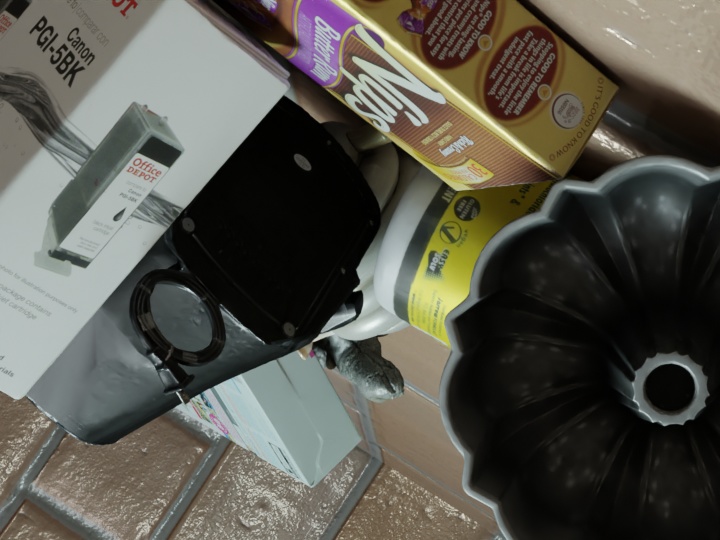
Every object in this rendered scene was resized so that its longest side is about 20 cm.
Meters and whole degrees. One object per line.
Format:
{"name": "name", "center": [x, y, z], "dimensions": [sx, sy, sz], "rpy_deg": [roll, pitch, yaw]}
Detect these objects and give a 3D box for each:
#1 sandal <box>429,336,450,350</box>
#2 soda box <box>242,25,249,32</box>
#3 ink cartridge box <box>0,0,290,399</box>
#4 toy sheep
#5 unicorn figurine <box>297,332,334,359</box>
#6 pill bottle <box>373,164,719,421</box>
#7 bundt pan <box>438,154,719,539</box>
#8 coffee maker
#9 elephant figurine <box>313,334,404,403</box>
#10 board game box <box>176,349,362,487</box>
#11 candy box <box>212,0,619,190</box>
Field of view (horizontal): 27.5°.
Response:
{"name": "sandal", "center": [0.135, 0.114, 1.264], "dimensions": [0.212, 0.070, 0.078], "rpy_deg": [28, 168, 24]}
{"name": "soda box", "center": [-0.170, -0.176, 0.882], "dimensions": [0.200, 0.064, 0.068], "rpy_deg": [36, 169, -18]}
{"name": "ink cartridge box", "center": [-0.149, -0.064, 0.706], "dimensions": [0.083, 0.200, 0.147], "rpy_deg": [36, -173, -41]}
{"name": "toy sheep", "center": [-0.003, -0.022, 0.915], "dimensions": [0.200, 0.138, 0.138], "rpy_deg": [50, 164, -22]}
{"name": "unicorn figurine", "center": [0.000, 0.000, 1.018], "dimensions": [0.200, 0.137, 0.074], "rpy_deg": [55, 180, 18]}
{"name": "pill bottle", "center": [0.117, 0.016, 0.769], "dimensions": [0.200, 0.112, 0.112], "rpy_deg": [29, 169, 18]}
{"name": "bundt pan", "center": [0.139, 0.045, 0.665], "dimensions": [0.202, 0.202, 0.076], "rpy_deg": [32, -167, 4]}
{"name": "coffee maker", "center": [-0.116, 0.011, 0.799], "dimensions": [0.200, 0.192, 0.135], "rpy_deg": [-29, 88, 42]}
{"name": "elephant figurine", "center": [-0.031, 0.012, 1.149], "dimensions": [0.155, 0.142, 0.200], "rpy_deg": [19, 176, -4]}
{"name": "board game box", "center": [-0.106, 0.070, 1.156], "dimensions": [0.200, 0.064, 0.148], "rpy_deg": [22, 147, 47]}
{"name": "candy box", "center": [0.006, -0.116, 0.664], "dimensions": [0.200, 0.056, 0.117], "rpy_deg": [35, 169, -16]}
